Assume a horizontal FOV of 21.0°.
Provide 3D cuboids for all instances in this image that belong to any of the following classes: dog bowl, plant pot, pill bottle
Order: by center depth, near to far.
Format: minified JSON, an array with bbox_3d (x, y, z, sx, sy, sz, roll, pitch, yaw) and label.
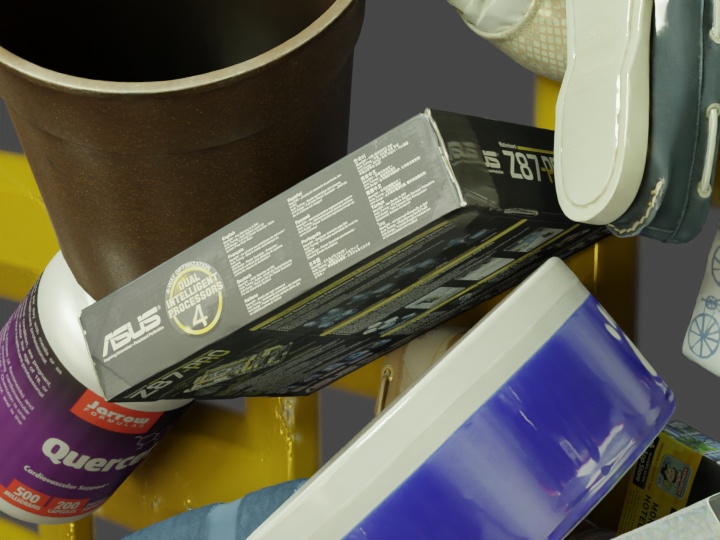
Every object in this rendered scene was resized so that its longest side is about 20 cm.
[{"bbox_3d":[0.033,0.090,0.798,0.079,0.200,0.200,47,133,3],"label":"dog bowl"},{"bbox_3d":[-0.085,-0.087,0.922,0.200,0.199,0.199,46,155,32],"label":"plant pot"},{"bbox_3d":[-0.151,0.054,1.105,0.200,0.112,0.113,-47,63,42],"label":"pill bottle"}]

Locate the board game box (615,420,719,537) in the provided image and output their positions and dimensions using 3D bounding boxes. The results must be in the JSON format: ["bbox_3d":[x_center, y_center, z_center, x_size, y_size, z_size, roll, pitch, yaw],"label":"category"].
[{"bbox_3d":[0.185,0.190,0.792,0.199,0.061,0.202,29,116,39],"label":"board game box"}]

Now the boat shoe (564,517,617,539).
[{"bbox_3d":[0.081,0.203,0.911,0.072,0.075,0.202,32,115,49],"label":"boat shoe"}]

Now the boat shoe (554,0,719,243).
[{"bbox_3d":[0.126,-0.111,0.794,0.075,0.061,0.202,-19,62,59],"label":"boat shoe"}]

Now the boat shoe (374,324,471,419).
[{"bbox_3d":[0.033,0.123,0.949,0.069,0.073,0.202,15,99,49],"label":"boat shoe"}]

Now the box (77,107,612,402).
[{"bbox_3d":[0.000,0.000,0.852,0.199,0.161,0.050,-29,75,29],"label":"box"}]

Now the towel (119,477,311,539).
[{"bbox_3d":[-0.065,0.181,1.062,0.199,0.048,0.113,-21,58,45],"label":"towel"}]

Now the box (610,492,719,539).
[{"bbox_3d":[0.137,0.189,0.688,0.202,0.114,0.132,66,155,13],"label":"box"}]

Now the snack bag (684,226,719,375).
[{"bbox_3d":[0.221,-0.005,0.732,0.200,0.021,0.190,36,122,39],"label":"snack bag"}]

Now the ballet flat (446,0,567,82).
[{"bbox_3d":[0.040,-0.155,0.888,0.200,0.062,0.068,52,131,28],"label":"ballet flat"}]
